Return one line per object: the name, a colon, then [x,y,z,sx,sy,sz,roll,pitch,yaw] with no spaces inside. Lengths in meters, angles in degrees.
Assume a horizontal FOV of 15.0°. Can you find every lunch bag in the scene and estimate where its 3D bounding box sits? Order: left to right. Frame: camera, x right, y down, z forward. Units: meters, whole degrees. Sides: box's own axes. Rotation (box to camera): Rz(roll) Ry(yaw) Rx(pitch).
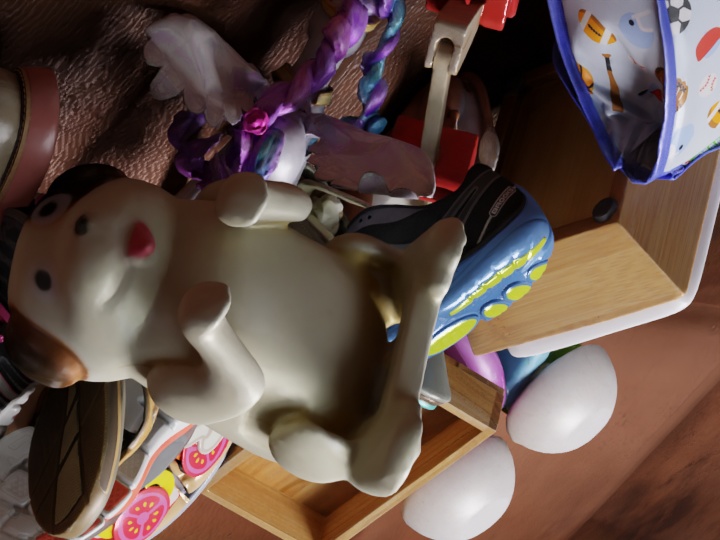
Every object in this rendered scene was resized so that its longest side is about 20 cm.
lunch bag: [0.194,-0.169,1.561,0.169,0.124,0.201,-29,116,-27]

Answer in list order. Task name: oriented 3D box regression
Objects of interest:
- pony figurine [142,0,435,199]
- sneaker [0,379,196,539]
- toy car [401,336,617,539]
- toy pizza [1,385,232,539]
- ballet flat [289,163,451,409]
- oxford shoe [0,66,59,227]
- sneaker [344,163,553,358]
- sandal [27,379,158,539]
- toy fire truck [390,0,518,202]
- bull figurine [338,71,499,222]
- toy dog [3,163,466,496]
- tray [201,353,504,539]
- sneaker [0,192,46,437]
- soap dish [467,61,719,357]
pony figurine: [-0.048,-0.069,1.436,0.201,0.166,0.193,-57,-175,26]
sneaker: [-0.149,0.116,1.522,0.200,0.077,0.082,-39,159,-31]
toy car: [0.055,0.059,1.763,0.200,0.175,0.150,-40,154,-3]
toy pizza: [-0.134,0.090,1.611,0.200,0.032,0.201,-26,131,-34]
ballet flat: [0.000,0.000,1.551,0.067,0.200,0.064,26,104,-46]
oxford shoe: [-0.212,-0.033,1.337,0.074,0.071,0.200,7,136,-25]
sneaker: [0.008,0.014,1.467,0.199,0.083,0.071,-33,148,-1]
sandal: [-0.136,0.065,1.465,0.054,0.201,0.080,27,121,-20]
toy fire truck: [0.055,-0.140,1.471,0.200,0.048,0.142,94,13,-60]
bull figurine: [0.020,-0.028,1.655,0.065,0.122,0.201,22,113,-20]
toy dog: [-0.073,0.015,1.331,0.194,0.199,0.140,159,-50,-71]
tray: [-0.009,0.104,1.677,0.200,0.098,0.037,-41,-155,45]
sneaker: [-0.209,0.043,1.437,0.087,0.074,0.200,-24,157,-49]
soap dish: [0.141,-0.053,1.656,0.157,0.201,0.081,-18,131,39]
